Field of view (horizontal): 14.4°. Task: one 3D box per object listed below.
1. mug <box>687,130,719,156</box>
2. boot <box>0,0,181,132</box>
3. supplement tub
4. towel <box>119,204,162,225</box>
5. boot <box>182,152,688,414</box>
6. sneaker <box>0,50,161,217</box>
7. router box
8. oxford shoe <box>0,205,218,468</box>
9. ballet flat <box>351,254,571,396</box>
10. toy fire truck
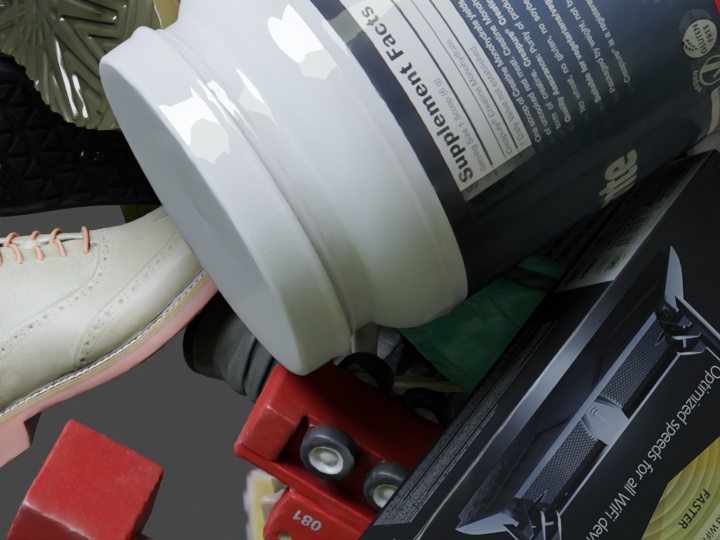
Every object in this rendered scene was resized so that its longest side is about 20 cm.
[{"bbox_3d":[0.166,-0.116,1.070,0.199,0.148,0.176,22,63,-1],"label":"mug"},{"bbox_3d":[-0.038,-0.095,1.094,0.175,0.199,0.066,37,117,50],"label":"boot"},{"bbox_3d":[0.029,-0.070,0.944,0.199,0.141,0.140,-33,48,-10],"label":"supplement tub"},{"bbox_3d":[-0.008,-0.059,1.200,0.199,0.018,0.086,-24,47,3],"label":"towel"},{"bbox_3d":[0.028,-0.008,1.110,0.200,0.068,0.131,-41,49,-6],"label":"boot"},{"bbox_3d":[-0.125,-0.070,1.155,0.083,0.199,0.072,56,129,43],"label":"sneaker"},{"bbox_3d":[0.104,0.086,0.948,0.200,0.157,0.052,-50,13,-20],"label":"router box"},{"bbox_3d":[-0.118,0.010,1.125,0.200,0.074,0.071,-38,12,-1],"label":"oxford shoe"},{"bbox_3d":[0.000,0.000,1.045,0.200,0.067,0.071,29,99,45],"label":"ballet flat"},{"bbox_3d":[-0.014,0.096,1.021,0.199,0.141,0.049,31,42,-4],"label":"toy fire truck"}]
